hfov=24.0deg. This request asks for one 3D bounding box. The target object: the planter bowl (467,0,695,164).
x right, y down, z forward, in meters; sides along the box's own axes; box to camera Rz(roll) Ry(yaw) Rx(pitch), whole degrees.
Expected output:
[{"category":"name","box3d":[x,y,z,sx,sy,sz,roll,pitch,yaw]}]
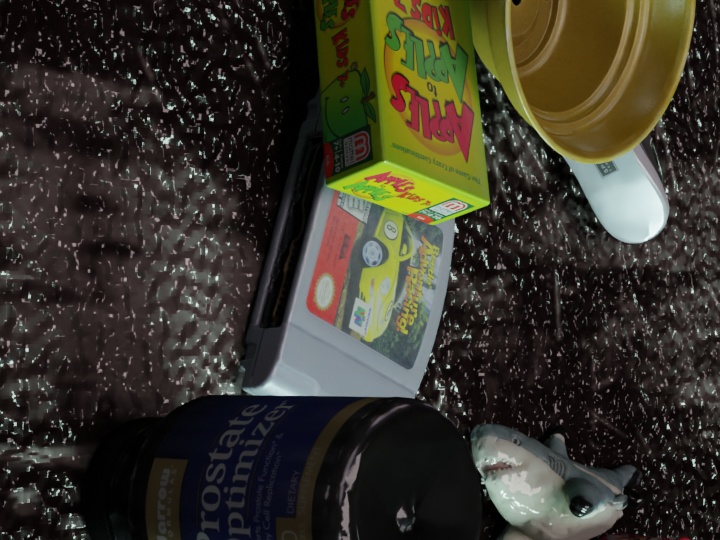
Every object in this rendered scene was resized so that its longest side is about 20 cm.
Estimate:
[{"category":"planter bowl","box3d":[0.126,-0.174,1.087,0.199,0.083,0.203,-12,107,-45]}]

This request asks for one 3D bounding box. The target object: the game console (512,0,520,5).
[{"category":"game console","box3d":[0.106,-0.285,1.174,0.199,0.031,0.179,32,65,-42]}]

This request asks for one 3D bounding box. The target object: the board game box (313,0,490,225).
[{"category":"board game box","box3d":[0.022,-0.139,1.023,0.101,0.047,0.202,18,61,-47]}]

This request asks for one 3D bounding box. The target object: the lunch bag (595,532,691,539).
[{"category":"lunch bag","box3d":[0.170,0.284,1.172,0.199,0.081,0.178,-9,95,-48]}]

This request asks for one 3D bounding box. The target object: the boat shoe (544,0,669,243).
[{"category":"boat shoe","box3d":[0.169,-0.116,1.212,0.201,0.069,0.066,57,26,-20]}]

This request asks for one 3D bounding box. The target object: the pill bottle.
[{"category":"pill bottle","box3d":[-0.046,0.119,0.855,0.111,0.199,0.113,4,84,-48]}]

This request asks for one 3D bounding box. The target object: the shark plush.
[{"category":"shark plush","box3d":[0.152,0.140,1.178,0.199,0.091,0.084,-4,60,-43]}]

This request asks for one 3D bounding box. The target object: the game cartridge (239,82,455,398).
[{"category":"game cartridge","box3d":[0.000,0.000,1.036,0.133,0.041,0.202,33,64,-46]}]
